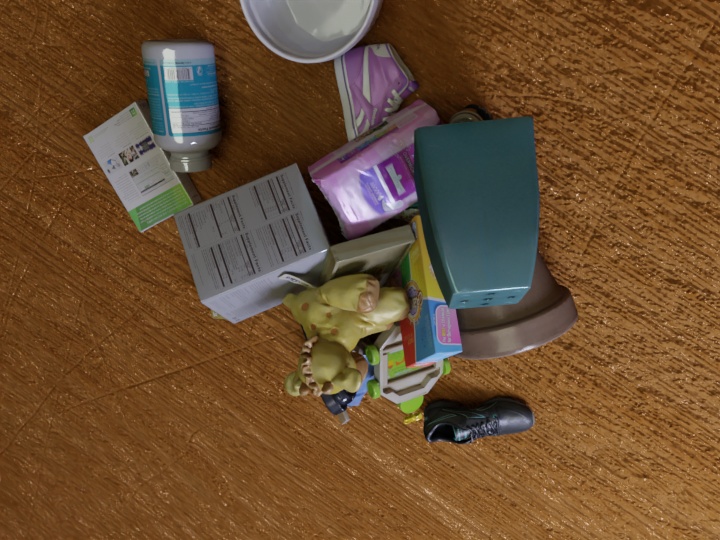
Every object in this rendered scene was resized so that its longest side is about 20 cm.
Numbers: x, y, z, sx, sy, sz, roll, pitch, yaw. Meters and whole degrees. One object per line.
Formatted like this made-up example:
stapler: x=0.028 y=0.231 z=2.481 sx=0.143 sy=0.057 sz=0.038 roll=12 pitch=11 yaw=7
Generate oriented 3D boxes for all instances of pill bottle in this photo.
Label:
pill bottle: x=-0.285 y=-0.265 z=0.935 sx=0.110 sy=0.111 sz=0.201 roll=8 pitch=115 yaw=15

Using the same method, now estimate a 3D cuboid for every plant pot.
plant pot: x=0.144 y=-0.061 z=0.718 sx=0.140 sy=0.141 sz=0.201 roll=-4 pitch=74 yaw=4
plant pot: x=0.198 y=0.012 z=0.855 sx=0.199 sy=0.200 sz=0.176 roll=-16 pitch=97 yaw=24

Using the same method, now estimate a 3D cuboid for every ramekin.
ramekin: x=-0.060 y=-0.397 z=0.805 sx=0.199 sy=0.105 sz=0.201 roll=7 pitch=114 yaw=15

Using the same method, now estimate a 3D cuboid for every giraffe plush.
giraffe plush: x=-0.033 y=0.104 z=0.842 sx=0.199 sy=0.163 sz=0.172 roll=12 pitch=155 yaw=-25

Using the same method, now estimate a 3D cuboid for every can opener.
can opener: x=-0.061 y=0.132 z=0.942 sx=0.078 sy=0.063 sz=0.201 roll=-32 pitch=67 yaw=17

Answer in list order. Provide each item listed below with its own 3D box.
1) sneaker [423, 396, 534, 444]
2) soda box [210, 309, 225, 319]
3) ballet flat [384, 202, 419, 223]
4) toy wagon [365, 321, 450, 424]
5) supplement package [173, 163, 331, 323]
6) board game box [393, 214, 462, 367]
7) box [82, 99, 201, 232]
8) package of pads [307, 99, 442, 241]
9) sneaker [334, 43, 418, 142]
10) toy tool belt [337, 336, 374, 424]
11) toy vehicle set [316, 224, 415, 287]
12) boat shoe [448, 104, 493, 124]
sneaker: x=0.206 y=0.277 z=1.024 sx=0.199 sy=0.079 sz=0.076 roll=-8 pitch=110 yaw=20
soda box: x=-0.243 y=-0.012 z=1.058 sx=0.067 sy=0.064 sz=0.201 roll=3 pitch=114 yaw=17
ballet flat: x=0.057 y=-0.100 z=0.920 sx=0.199 sy=0.076 sz=0.064 roll=7 pitch=148 yaw=22
toy wagon: x=0.082 y=0.172 z=0.994 sx=0.154 sy=0.040 sz=0.201 roll=-13 pitch=118 yaw=-23
supplement package: x=-0.152 y=-0.036 z=0.901 sx=0.199 sy=0.152 sz=0.151 roll=-23 pitch=72 yaw=-1
board game box: x=0.094 y=0.036 z=0.871 sx=0.040 sy=0.153 sz=0.201 roll=-3 pitch=74 yaw=-13
box: x=-0.396 y=-0.186 z=1.052 sx=0.144 sy=0.036 sz=0.201 roll=-20 pitch=104 yaw=25
package of pads: x=0.036 y=-0.143 z=0.840 sx=0.199 sy=0.076 sz=0.121 roll=-31 pitch=126 yaw=-2
sneaker: x=0.036 y=-0.234 z=0.864 sx=0.114 sy=0.073 sz=0.202 roll=-7 pitch=110 yaw=18
toy tool belt: x=-0.010 y=0.163 z=1.015 sx=0.124 sy=0.123 sz=0.201 roll=9 pitch=122 yaw=-24
toy vehicle set: x=0.000 y=0.000 z=0.896 sx=0.200 sy=0.124 sz=0.027 roll=116 pitch=135 yaw=-64
boat shoe: x=0.197 y=-0.157 z=0.848 sx=0.074 sy=0.062 sz=0.200 roll=-18 pitch=121 yaw=38
